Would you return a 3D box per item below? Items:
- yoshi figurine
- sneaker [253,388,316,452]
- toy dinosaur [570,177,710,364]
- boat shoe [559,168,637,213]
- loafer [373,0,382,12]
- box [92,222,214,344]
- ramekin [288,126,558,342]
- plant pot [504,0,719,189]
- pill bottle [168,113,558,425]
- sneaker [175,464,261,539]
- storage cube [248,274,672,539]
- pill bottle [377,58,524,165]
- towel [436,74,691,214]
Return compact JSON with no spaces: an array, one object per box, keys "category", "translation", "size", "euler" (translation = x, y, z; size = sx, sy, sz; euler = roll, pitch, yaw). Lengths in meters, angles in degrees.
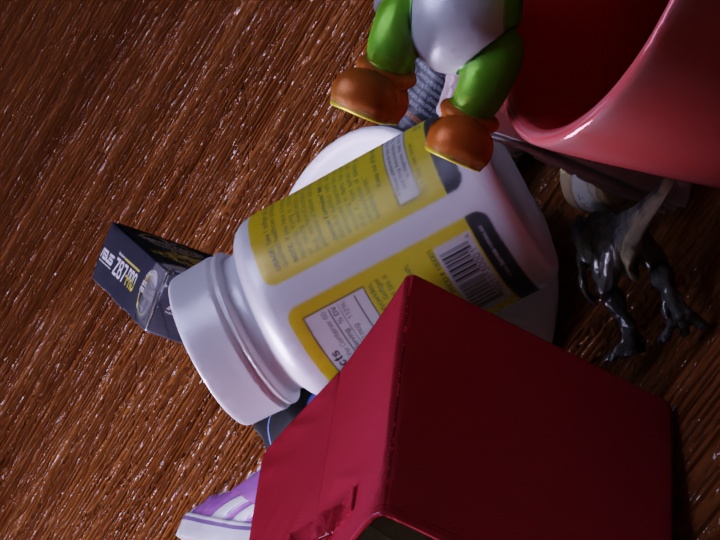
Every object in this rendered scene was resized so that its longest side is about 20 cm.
[{"category":"yoshi figurine","translation":[0.063,-0.155,1.356],"size":[0.112,0.112,0.201],"euler":[31,97,52]},{"category":"sneaker","translation":[0.001,0.160,1.611],"size":[0.078,0.070,0.201],"euler":[-21,90,48]},{"category":"toy dinosaur","translation":[0.151,0.000,1.513],"size":[0.200,0.047,0.089],"euler":[143,110,-78]},{"category":"boat shoe","translation":[0.156,-0.128,1.620],"size":[0.069,0.074,0.201],"euler":[-9,63,59]},{"category":"loafer","translation":[0.068,-0.131,1.635],"size":[0.200,0.075,0.070],"euler":[19,102,59]},{"category":"box","translation":[-0.068,0.034,1.832],"size":[0.049,0.199,0.161],"euler":[-67,21,7]},{"category":"ramekin","translation":[0.032,0.018,1.686],"size":[0.200,0.097,0.201],"euler":[-16,70,50]},{"category":"plant pot","translation":[0.196,-0.126,1.379],"size":[0.201,0.177,0.201],"euler":[-51,27,38]},{"category":"pill bottle","translation":[0.000,0.000,1.537],"size":[0.199,0.114,0.114],"euler":[-28,34,11]},{"category":"sneaker","translation":[-0.047,0.148,1.867],"size":[0.200,0.073,0.115],"euler":[-8,59,55]},{"category":"storage cube","translation":[0.052,0.147,1.456],"size":[0.171,0.199,0.180],"euler":[-52,20,37]},{"category":"pill bottle","translation":[0.076,-0.128,1.767],"size":[0.200,0.106,0.106],"euler":[-59,23,21]},{"category":"towel","translation":[0.142,-0.144,1.509],"size":[0.032,0.200,0.192],"euler":[19,90,48]}]
